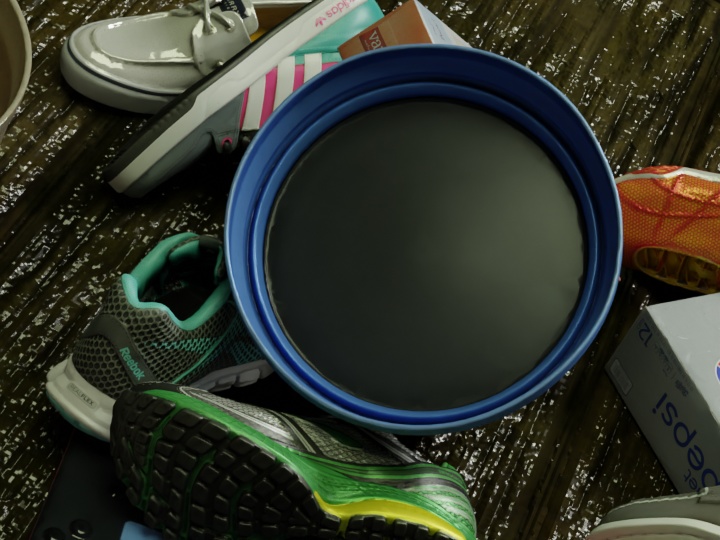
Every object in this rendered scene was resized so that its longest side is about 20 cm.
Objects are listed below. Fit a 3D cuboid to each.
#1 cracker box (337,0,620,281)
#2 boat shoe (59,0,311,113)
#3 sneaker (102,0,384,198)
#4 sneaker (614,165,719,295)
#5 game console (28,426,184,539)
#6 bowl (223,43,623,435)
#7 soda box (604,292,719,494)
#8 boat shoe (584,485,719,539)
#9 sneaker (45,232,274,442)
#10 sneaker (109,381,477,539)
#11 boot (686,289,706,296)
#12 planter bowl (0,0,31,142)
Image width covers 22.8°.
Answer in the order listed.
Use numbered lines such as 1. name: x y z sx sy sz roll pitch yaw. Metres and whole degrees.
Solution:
1. cracker box: 0.072 -0.059 1.040 0.200 0.057 0.135 28 37 -61
2. boat shoe: -0.089 -0.146 1.118 0.198 0.070 0.071 -2 51 -29
3. sneaker: -0.046 -0.074 1.070 0.199 0.084 0.121 -37 100 -15
4. sneaker: 0.215 -0.018 1.109 0.198 0.073 0.078 -1 51 16
5. game console: -0.064 0.151 0.886 0.198 0.031 0.178 23 44 -7
6. bowl: 0.032 -0.015 0.899 0.198 0.039 0.203 -1 73 4
7. soda box: 0.225 0.111 1.042 0.068 0.064 0.201 -8 54 -30
8. boat shoe: 0.218 0.142 0.940 0.200 0.072 0.060 -2 39 28
9. sneaker: -0.080 0.017 0.944 0.077 0.092 0.200 34 33 12
10. sneaker: -0.033 0.105 0.889 0.199 0.078 0.085 26 30 -16
11. boot: 0.258 0.037 1.143 0.165 0.073 0.200 26 44 16
12. planter bowl: -0.280 -0.080 0.915 0.198 0.135 0.201 14 46 -15
